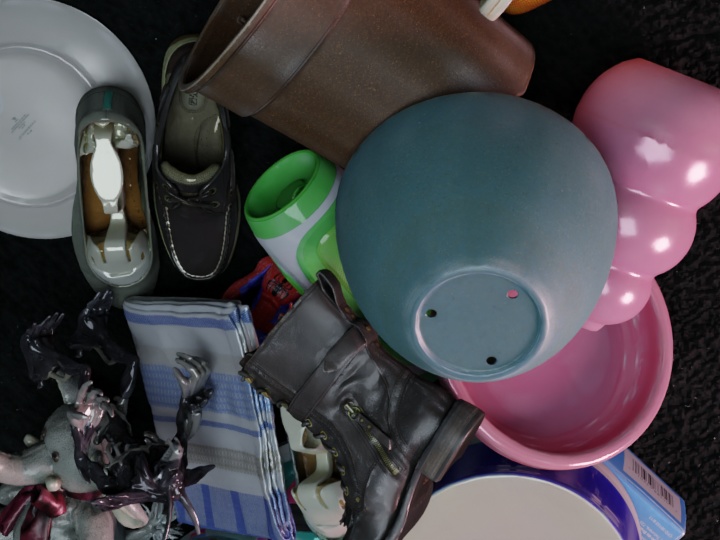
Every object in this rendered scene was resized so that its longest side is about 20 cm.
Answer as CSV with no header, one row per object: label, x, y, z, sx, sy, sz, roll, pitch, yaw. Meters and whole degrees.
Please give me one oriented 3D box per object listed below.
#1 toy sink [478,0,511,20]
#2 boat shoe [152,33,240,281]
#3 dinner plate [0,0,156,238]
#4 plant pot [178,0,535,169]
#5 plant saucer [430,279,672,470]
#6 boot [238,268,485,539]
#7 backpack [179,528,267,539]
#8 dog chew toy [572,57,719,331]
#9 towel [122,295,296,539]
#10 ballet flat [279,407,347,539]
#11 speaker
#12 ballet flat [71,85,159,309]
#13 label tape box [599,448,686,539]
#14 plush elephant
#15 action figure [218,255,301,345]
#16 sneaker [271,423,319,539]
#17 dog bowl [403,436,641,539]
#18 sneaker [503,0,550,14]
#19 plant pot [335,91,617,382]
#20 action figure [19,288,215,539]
toy sink,0.091,-0.273,1.358,0.112,0.200,0.130,36,112,-7
boat shoe,-0.132,-0.080,1.533,0.073,0.065,0.200,0,112,6
dinner plate,-0.261,-0.116,1.559,0.200,0.024,0.200,3,110,7
plant pot,0.005,-0.158,1.429,0.198,0.200,0.200,34,111,-16
plant saucer,0.141,0.054,1.511,0.200,0.051,0.201,4,78,-20
boot,-0.019,0.119,1.466,0.174,0.069,0.200,36,108,9
backpack,-0.131,0.310,1.648,0.167,0.127,0.200,30,112,-4
dog chew toy,0.199,-0.051,1.458,0.124,0.125,0.200,20,99,-1
towel,-0.120,0.115,1.553,0.147,0.024,0.200,3,110,45
ballet flat,-0.033,0.144,1.529,0.074,0.074,0.200,-13,95,12
speaker,0.000,0.000,1.513,0.088,0.089,0.200,-33,121,17
ballet flat,-0.194,-0.044,1.538,0.067,0.064,0.200,-3,120,-3
label tape box,0.144,0.215,1.612,0.143,0.066,0.200,42,113,-9
plush elephant,-0.243,0.177,1.600,0.200,0.165,0.155,-18,125,-16
action figure,-0.096,0.060,1.564,0.065,0.099,0.200,36,109,10
sneaker,-0.006,0.175,1.603,0.200,0.084,0.121,-19,102,22
dog bowl,0.119,0.229,1.544,0.200,0.079,0.200,3,112,7
sneaker,0.188,-0.236,1.432,0.200,0.073,0.077,-30,114,20
plant pot,0.079,-0.001,1.345,0.200,0.135,0.200,1,124,2
action figure,-0.178,0.108,1.504,0.200,0.119,0.102,51,137,25
